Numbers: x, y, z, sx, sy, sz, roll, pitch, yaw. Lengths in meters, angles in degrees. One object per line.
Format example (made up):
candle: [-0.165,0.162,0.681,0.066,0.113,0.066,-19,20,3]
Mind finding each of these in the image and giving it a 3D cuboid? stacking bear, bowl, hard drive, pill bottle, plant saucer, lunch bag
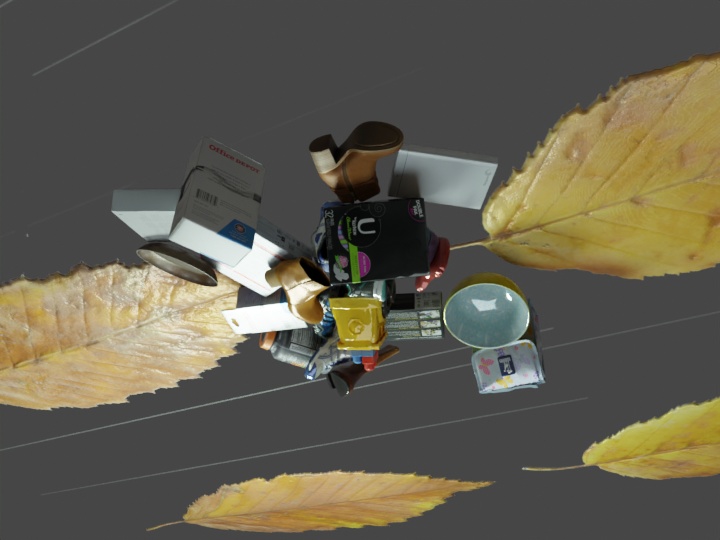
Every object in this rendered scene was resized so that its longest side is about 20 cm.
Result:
stacking bear: [0.081,-0.063,1.501,0.196,0.116,0.121,28,147,-13]
bowl: [0.293,0.072,1.645,0.194,0.109,0.204,6,131,7]
hard drive: [0.159,-0.185,1.401,0.194,0.027,0.133,7,143,-5]
pill bottle: [-0.165,0.194,1.859,0.196,0.109,0.106,20,141,-20]
plant saucer: [-0.412,-0.016,1.614,0.195,0.033,0.201,18,165,5]
lunch bag: [0.358,0.190,1.722,0.165,0.205,0.127,-12,150,22]

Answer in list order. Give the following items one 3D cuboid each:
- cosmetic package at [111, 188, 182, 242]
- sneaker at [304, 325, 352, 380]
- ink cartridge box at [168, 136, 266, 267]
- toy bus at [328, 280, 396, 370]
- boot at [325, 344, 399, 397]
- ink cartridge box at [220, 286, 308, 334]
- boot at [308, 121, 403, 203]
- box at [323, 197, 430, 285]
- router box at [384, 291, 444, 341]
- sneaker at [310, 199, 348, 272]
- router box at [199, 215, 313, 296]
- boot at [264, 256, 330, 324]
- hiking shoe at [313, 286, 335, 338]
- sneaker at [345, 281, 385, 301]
cosmetic package: [-0.406,-0.111,1.469,0.146,0.053,0.200,-2,165,4]
sneaker: [-0.057,0.209,1.791,0.088,0.201,0.075,40,168,7]
ink cartridge box: [-0.271,-0.132,1.360,0.143,0.205,0.083,24,141,-27]
toy bus: [0.014,0.119,1.618,0.132,0.200,0.198,-3,101,14]
boot: [0.018,0.257,1.842,0.196,0.070,0.188,-24,175,-13]
ink cartridge box: [-0.236,0.093,1.764,0.194,0.068,0.117,-6,142,12]
boot: [0.011,-0.195,1.355,0.195,0.078,0.156,-10,140,21]
box: [0.034,-0.060,1.386,0.194,0.153,0.124,-5,-175,3]
router box: [0.112,0.118,1.780,0.194,0.052,0.151,-3,144,8]
sneaker: [-0.070,-0.046,1.527,0.078,0.118,0.202,8,143,-5]
router box: [-0.237,-0.036,1.609,0.198,0.050,0.178,32,135,-32]
boot: [-0.112,0.049,1.594,0.142,0.072,0.201,-12,135,43]
hiking shoe: [-0.074,0.104,1.759,0.084,0.076,0.202,0,143,5]
sneaker: [0.000,0.000,1.525,0.088,0.201,0.080,-3,113,-6]
